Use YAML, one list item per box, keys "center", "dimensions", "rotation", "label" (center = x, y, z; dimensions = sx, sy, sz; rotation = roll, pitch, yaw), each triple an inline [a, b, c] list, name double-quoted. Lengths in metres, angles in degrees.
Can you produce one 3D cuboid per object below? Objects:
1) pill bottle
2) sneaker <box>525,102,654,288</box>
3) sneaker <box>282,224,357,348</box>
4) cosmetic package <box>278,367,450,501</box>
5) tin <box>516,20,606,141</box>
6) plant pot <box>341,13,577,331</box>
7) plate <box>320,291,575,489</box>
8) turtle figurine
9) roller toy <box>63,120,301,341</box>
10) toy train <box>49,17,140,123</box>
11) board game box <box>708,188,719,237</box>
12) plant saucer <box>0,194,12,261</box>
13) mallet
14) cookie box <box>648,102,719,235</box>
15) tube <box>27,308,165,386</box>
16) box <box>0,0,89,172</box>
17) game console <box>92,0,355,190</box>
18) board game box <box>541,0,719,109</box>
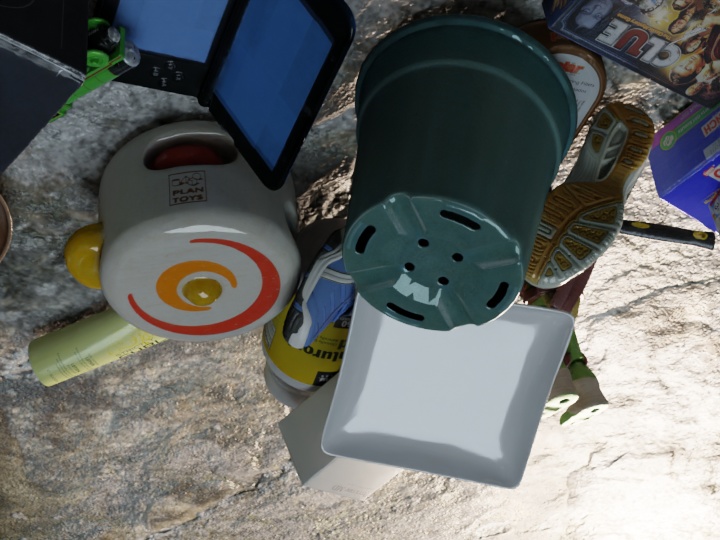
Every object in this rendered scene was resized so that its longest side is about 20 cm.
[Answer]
- center: [-0.038, 0.051, 1.412]
  dimensions: [0.110, 0.112, 0.201]
  rotation: [4, 141, -15]
  label: "pill bottle"
- center: [0.207, -0.053, 1.278]
  dimensions: [0.075, 0.201, 0.088]
  rotation: [30, 157, 15]
  label: "sneaker"
- center: [0.000, 0.000, 1.283]
  dimensions: [0.077, 0.200, 0.076]
  rotation: [37, 148, 4]
  label: "sneaker"
- center: [0.028, 0.136, 1.402]
  dimensions: [0.200, 0.082, 0.112]
  rotation: [-43, 144, 20]
  label: "cosmetic package"
- center: [0.146, -0.139, 1.268]
  dimensions: [0.110, 0.042, 0.201]
  rotation: [4, 140, -22]
  label: "tin"
- center: [0.074, -0.070, 1.168]
  dimensions: [0.197, 0.198, 0.202]
  rotation: [8, 137, 7]
  label: "plant pot"
- center: [0.076, 0.099, 1.293]
  dimensions: [0.197, 0.032, 0.202]
  rotation: [11, 120, -6]
  label: "plate"
- center: [0.154, 0.061, 1.394]
  dimensions: [0.197, 0.196, 0.144]
  rotation: [-15, 154, -2]
  label: "turtle figurine"
- center: [-0.146, -0.029, 1.266]
  dimensions: [0.199, 0.141, 0.182]
  rotation: [27, 130, -36]
  label: "roller toy"
- center: [-0.257, -0.149, 1.151]
  dimensions: [0.198, 0.042, 0.056]
  rotation: [-20, 150, 33]
  label: "toy train"
- center: [0.402, -0.082, 1.212]
  dimensions: [0.103, 0.104, 0.201]
  rotation: [6, 138, -18]
  label: "board game box"
- center: [-0.415, -0.044, 1.268]
  dimensions: [0.197, 0.037, 0.202]
  rotation: [-11, 141, -9]
  label: "plant saucer"
- center: [0.238, -0.035, 1.343]
  dimensions: [0.197, 0.066, 0.041]
  rotation: [15, 144, 6]
  label: "mallet"
- center: [0.395, -0.105, 1.325]
  dimensions: [0.199, 0.076, 0.171]
  rotation: [25, 131, -35]
  label: "cookie box"
- center: [-0.242, 0.061, 1.441]
  dimensions: [0.198, 0.053, 0.058]
  rotation: [-22, -179, 9]
  label: "tube"
- center: [-0.296, -0.208, 0.964]
  dimensions: [0.195, 0.202, 0.124]
  rotation: [23, 135, -33]
  label: "box"
- center: [-0.117, -0.177, 1.103]
  dimensions: [0.168, 0.120, 0.201]
  rotation: [8, 139, -21]
  label: "game console"
- center: [0.270, -0.222, 1.186]
  dimensions: [0.198, 0.035, 0.135]
  rotation: [19, 135, -30]
  label: "board game box"
